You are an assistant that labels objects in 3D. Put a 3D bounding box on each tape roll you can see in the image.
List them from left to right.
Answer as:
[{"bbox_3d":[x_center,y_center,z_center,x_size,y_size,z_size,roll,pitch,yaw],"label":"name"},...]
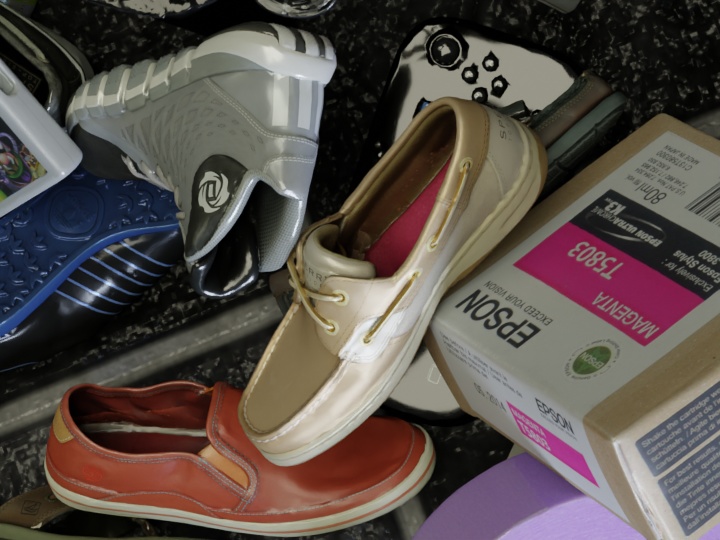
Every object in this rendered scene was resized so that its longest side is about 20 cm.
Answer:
[{"bbox_3d":[0.111,0.184,1.300,0.200,0.066,0.200,-4,110,-12],"label":"tape roll"}]

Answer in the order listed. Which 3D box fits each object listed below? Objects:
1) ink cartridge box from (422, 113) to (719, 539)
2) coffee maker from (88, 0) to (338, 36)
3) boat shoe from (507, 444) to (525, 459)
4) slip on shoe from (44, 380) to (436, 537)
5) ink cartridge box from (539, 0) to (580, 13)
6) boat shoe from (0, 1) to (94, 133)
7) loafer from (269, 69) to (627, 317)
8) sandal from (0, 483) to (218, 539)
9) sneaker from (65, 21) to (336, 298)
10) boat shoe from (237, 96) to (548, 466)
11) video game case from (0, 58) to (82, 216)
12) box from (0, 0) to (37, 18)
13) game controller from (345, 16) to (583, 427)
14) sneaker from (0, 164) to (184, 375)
[{"bbox_3d":[0.140,0.023,1.251,0.165,0.200,0.075,-36,120,-12],"label":"ink cartridge box"},{"bbox_3d":[-0.078,-0.167,1.324,0.192,0.200,0.135,42,99,8],"label":"coffee maker"},{"bbox_3d":[0.113,0.111,1.350,0.068,0.072,0.200,29,82,-19],"label":"boat shoe"},{"bbox_3d":[-0.062,0.089,1.373,0.200,0.074,0.061,3,131,4],"label":"slip on shoe"},{"bbox_3d":[0.086,-0.211,1.284,0.083,0.200,0.146,35,98,14],"label":"ink cartridge box"},{"bbox_3d":[-0.227,-0.131,1.383,0.200,0.064,0.071,27,96,12],"label":"boat shoe"},{"bbox_3d":[0.039,-0.034,1.329,0.200,0.072,0.063,-43,81,8],"label":"loafer"},{"bbox_3d":[-0.160,0.135,1.412,0.201,0.080,0.057,7,66,9],"label":"sandal"},{"bbox_3d":[-0.084,-0.040,1.288,0.200,0.075,0.116,-20,66,56],"label":"sneaker"},{"bbox_3d":[0.000,0.000,1.267,0.200,0.069,0.074,-53,45,7],"label":"boat shoe"},{"bbox_3d":[-0.254,-0.088,1.368,0.182,0.023,0.200,50,138,-12],"label":"video game case"},{"bbox_3d":[-0.245,-0.128,1.446,0.122,0.048,0.200,26,96,13],"label":"box"},{"bbox_3d":[0.044,-0.024,1.376,0.104,0.042,0.200,20,96,13],"label":"game controller"},{"bbox_3d":[-0.133,-0.015,1.411,0.200,0.078,0.070,-31,68,-9],"label":"sneaker"}]
